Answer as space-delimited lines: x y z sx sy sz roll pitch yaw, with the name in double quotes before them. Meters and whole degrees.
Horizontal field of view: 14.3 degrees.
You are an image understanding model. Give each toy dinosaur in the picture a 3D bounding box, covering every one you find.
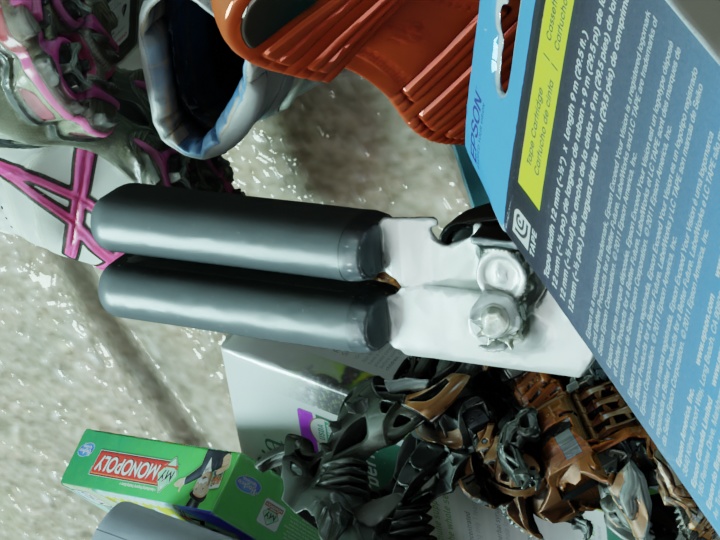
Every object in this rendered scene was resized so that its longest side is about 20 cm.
"toy dinosaur" 0.041 0.050 1.033 0.102 0.136 0.200 39 -179 -38

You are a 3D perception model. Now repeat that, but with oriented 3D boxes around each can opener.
"can opener" 0.000 0.000 1.008 0.199 0.066 0.053 5 113 23

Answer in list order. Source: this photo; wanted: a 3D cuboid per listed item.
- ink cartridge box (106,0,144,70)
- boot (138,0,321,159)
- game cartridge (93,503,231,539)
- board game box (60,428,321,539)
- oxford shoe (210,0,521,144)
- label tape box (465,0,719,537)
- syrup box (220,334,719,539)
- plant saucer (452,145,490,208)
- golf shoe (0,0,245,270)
"ink cartridge box" -0.141 -0.119 1.133 0.115 0.067 0.201 28 140 18
"boot" -0.025 -0.121 1.002 0.073 0.096 0.201 31 141 15
"game cartridge" -0.021 0.152 1.140 0.133 0.041 0.200 12 160 32
"board game box" -0.015 0.129 1.206 0.200 0.029 0.134 35 164 -28
"oxford shoe" 0.017 -0.097 0.961 0.071 0.200 0.073 -40 58 21
"label tape box" 0.103 -0.033 0.860 0.200 0.066 0.144 -121 27 -42
"syrup box" 0.049 0.063 1.125 0.199 0.081 0.079 18 137 28
"plant saucer" 0.099 -0.009 1.012 0.200 0.019 0.070 30 146 51
"golf shoe" -0.110 -0.043 1.086 0.092 0.073 0.200 -18 141 20
